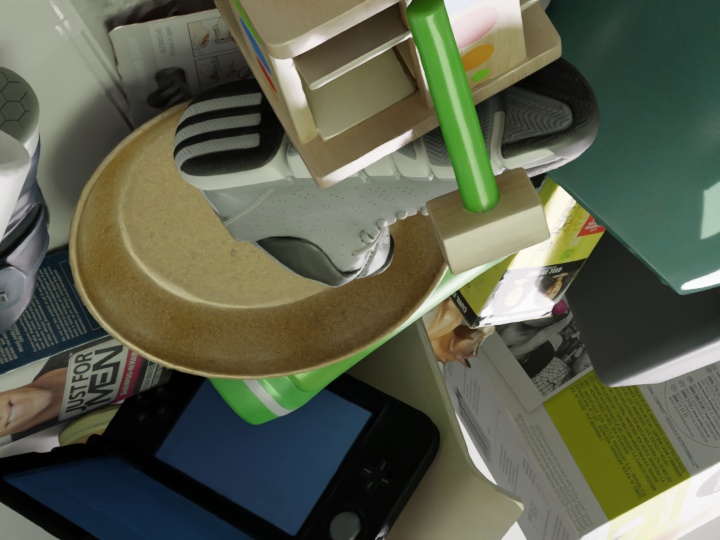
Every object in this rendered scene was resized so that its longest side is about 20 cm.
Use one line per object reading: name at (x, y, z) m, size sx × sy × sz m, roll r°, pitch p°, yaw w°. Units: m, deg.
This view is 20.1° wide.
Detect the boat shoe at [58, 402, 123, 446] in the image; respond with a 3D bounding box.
boat shoe at (-0.104, 0.109, 1.288) m, size 0.199 × 0.064 × 0.073 m, roll -13°, pitch 174°, yaw 23°

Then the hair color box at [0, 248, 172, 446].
hair color box at (-0.198, 0.051, 1.111) m, size 0.199 × 0.061 × 0.100 m, roll -20°, pitch 157°, yaw -23°

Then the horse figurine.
horse figurine at (0.033, 0.021, 1.369) m, size 0.199 × 0.050 × 0.133 m, roll -9°, pitch 146°, yaw -46°

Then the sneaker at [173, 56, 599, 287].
sneaker at (0.020, -0.044, 0.958) m, size 0.198 × 0.075 × 0.116 m, roll -3°, pitch 144°, yaw 16°

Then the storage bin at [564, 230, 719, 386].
storage bin at (0.190, -0.022, 1.293) m, size 0.134 × 0.201 × 0.145 m, roll -31°, pitch 162°, yaw 32°

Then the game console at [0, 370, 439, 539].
game console at (-0.087, 0.104, 1.154) m, size 0.176 × 0.199 × 0.116 m, roll -56°, pitch 148°, yaw -13°

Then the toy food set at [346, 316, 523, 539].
toy food set at (0.030, 0.112, 1.245) m, size 0.060 × 0.201 × 0.144 m, roll 15°, pitch 127°, yaw -31°

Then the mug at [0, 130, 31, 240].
mug at (-0.232, 0.003, 0.784) m, size 0.149 × 0.185 × 0.154 m, roll -9°, pitch 117°, yaw -65°

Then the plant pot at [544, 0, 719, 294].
plant pot at (0.171, -0.087, 1.037) m, size 0.161 × 0.201 × 0.200 m, roll -47°, pitch 157°, yaw 5°

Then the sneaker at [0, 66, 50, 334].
sneaker at (-0.232, 0.001, 0.924) m, size 0.201 × 0.077 × 0.146 m, roll -25°, pitch 156°, yaw -17°

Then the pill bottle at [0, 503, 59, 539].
pill bottle at (-0.196, 0.197, 1.377) m, size 0.112 × 0.113 × 0.200 m, roll -28°, pitch 159°, yaw -4°

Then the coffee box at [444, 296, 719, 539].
coffee box at (0.196, 0.101, 1.555) m, size 0.197 × 0.201 × 0.200 m, roll -27°, pitch 160°, yaw -9°

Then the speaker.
speaker at (0.000, 0.000, 1.138) m, size 0.199 × 0.089 × 0.088 m, roll -36°, pitch 159°, yaw 6°

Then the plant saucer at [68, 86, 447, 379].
plant saucer at (-0.050, -0.026, 1.036) m, size 0.198 × 0.036 × 0.201 m, roll -6°, pitch 133°, yaw -6°

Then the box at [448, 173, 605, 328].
box at (0.121, -0.053, 1.214) m, size 0.075 × 0.050 × 0.201 m, roll -7°, pitch 139°, yaw -38°

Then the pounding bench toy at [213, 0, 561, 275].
pounding bench toy at (0.015, -0.111, 0.823) m, size 0.124 × 0.201 × 0.156 m, roll -28°, pitch 160°, yaw -3°

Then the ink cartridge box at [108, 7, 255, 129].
ink cartridge box at (-0.020, -0.118, 1.009) m, size 0.198 × 0.050 × 0.161 m, roll -9°, pitch 158°, yaw -2°
